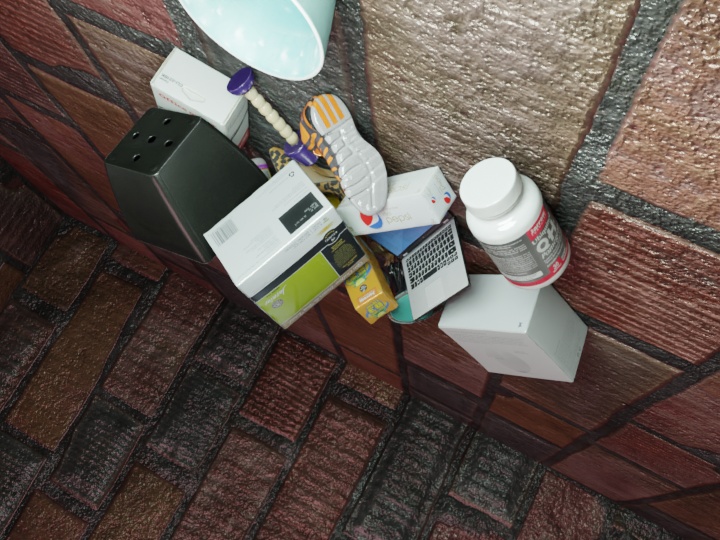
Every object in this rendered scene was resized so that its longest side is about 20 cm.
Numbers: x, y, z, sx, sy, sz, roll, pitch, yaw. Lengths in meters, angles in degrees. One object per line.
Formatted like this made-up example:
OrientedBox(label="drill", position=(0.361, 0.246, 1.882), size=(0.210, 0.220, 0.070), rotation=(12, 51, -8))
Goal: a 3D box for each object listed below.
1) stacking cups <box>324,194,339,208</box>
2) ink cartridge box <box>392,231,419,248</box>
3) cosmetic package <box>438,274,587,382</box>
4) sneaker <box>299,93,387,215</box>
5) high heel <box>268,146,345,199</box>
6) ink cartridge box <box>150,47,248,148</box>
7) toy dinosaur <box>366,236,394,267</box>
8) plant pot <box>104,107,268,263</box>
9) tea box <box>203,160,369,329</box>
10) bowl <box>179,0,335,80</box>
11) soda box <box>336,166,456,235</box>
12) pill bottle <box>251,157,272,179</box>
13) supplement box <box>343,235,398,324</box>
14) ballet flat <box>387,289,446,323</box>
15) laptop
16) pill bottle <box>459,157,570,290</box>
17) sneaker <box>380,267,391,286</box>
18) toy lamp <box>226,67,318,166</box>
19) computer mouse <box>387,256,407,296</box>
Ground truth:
OrientedBox(label="stacking cups", position=(-0.130, -0.131, 1.361), size=(0.060, 0.061, 0.198), rotation=(14, -172, 44))
OrientedBox(label="ink cartridge box", position=(0.090, -0.051, 1.420), size=(0.198, 0.044, 0.174), rotation=(31, 163, -3))
OrientedBox(label="cosmetic package", position=(0.293, 0.107, 1.359), size=(0.198, 0.124, 0.200), rotation=(1, 150, 45))
OrientedBox(label="sneaker", position=(-0.028, -0.181, 1.121), size=(0.202, 0.077, 0.112), rotation=(65, 164, -13))
OrientedBox(label="high heel", position=(-0.072, -0.186, 1.288), size=(0.199, 0.072, 0.143), rotation=(40, 145, -3))
OrientedBox(label="ink cartridge box", position=(-0.280, -0.284, 1.268), size=(0.143, 0.084, 0.200), rotation=(29, 166, -1))
OrientedBox(label="toy dinosaur", position=(0.030, -0.056, 1.510), size=(0.100, 0.059, 0.200), rotation=(13, 172, 12))
OrientedBox(label="plant pot", position=(-0.313, -0.163, 1.225), size=(0.198, 0.201, 0.178), rotation=(17, 151, 32))
OrientedBox(label="tea box", position=(-0.121, -0.038, 1.211), size=(0.134, 0.199, 0.197), rotation=(50, 177, 32))
OrientedBox(label="bowl", position=(-0.104, -0.321, 0.793), size=(0.199, 0.106, 0.201), rotation=(27, 165, 8))
OrientedBox(label="soda box", position=(0.054, -0.110, 1.162), size=(0.199, 0.068, 0.064), rotation=(-6, 131, 47))
OrientedBox(label="pill bottle", position=(-0.199, -0.108, 1.386), size=(0.104, 0.103, 0.202), rotation=(-14, 98, 68))
OrientedBox(label="supplement box", position=(0.000, 0.000, 1.349), size=(0.069, 0.066, 0.201), rotation=(45, -165, -50))
OrientedBox(label="ballet flat", position=(0.138, 0.055, 1.440), size=(0.074, 0.197, 0.075), rotation=(165, 90, -75))
OrientedBox(label="laptop", position=(0.081, -0.034, 1.265), size=(0.114, 0.203, 0.187), rotation=(1, 158, -27))
OrientedBox(label="pill bottle", position=(0.217, -0.066, 1.008), size=(0.110, 0.112, 0.200), rotation=(15, 159, 42))
OrientedBox(label="sneaker", position=(0.031, 0.022, 1.462), size=(0.086, 0.075, 0.200), rotation=(16, -163, -12))
OrientedBox(label="toy lamp", position=(-0.138, -0.249, 1.184), size=(0.058, 0.059, 0.200), rotation=(14, 155, 44))
OrientedBox(label="computer mouse", position=(0.088, 0.021, 1.533), size=(0.045, 0.143, 0.200), rotation=(-6, -169, 16))
